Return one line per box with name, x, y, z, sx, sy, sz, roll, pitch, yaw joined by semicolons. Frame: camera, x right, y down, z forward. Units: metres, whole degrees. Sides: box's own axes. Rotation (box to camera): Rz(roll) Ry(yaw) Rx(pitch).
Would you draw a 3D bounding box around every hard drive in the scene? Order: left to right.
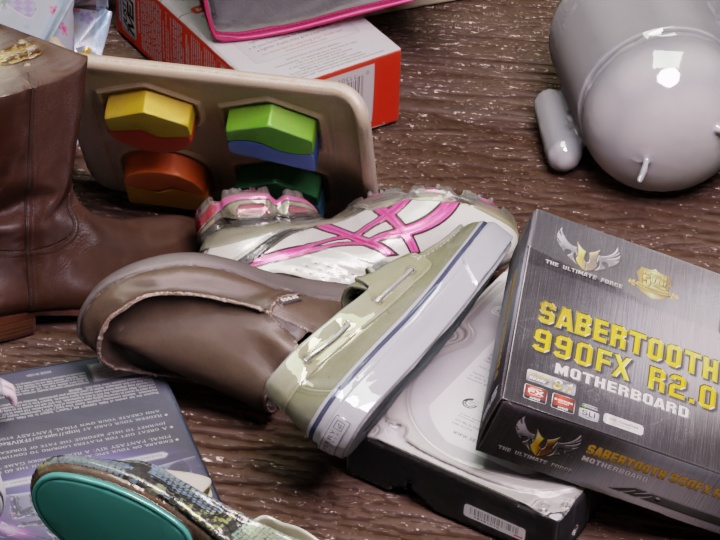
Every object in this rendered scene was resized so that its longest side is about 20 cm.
hard drive;0.101;0.076;1.608;0.139;0.038;0.200;23;40;24

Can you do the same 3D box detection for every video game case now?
video game case;-0.157;0.119;1.544;0.142;0.019;0.200;-10;39;-17

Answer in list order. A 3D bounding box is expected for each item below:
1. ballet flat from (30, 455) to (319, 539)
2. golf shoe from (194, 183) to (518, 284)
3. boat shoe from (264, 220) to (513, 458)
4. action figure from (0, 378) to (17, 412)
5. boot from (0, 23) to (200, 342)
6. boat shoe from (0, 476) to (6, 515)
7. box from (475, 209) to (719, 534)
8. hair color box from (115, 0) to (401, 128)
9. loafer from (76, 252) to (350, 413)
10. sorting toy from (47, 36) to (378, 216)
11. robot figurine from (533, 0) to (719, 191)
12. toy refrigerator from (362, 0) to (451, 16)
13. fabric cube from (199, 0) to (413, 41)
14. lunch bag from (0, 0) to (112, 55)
ballet flat;-0.077;0.145;1.459;0.200;0.074;0.074;30;40;3
golf shoe;0.000;0.000;1.688;0.199;0.073;0.092;-3;62;-7
boat shoe;0.020;0.024;1.569;0.062;0.072;0.200;37;46;6
action figure;-0.286;0.036;1.536;0.134;0.149;0.200;-31;25;-27
boot;-0.166;-0.063;1.635;0.186;0.201;0.064;-21;43;-30
boat shoe;-0.273;0.156;1.439;0.199;0.072;0.068;-17;41;-19
box;0.173;0.063;1.564;0.199;0.048;0.159;20;44;-5
hair color box;-0.072;-0.158;1.890;0.111;0.064;0.200;-20;44;-27
loafer;-0.063;0.040;1.598;0.199;0.073;0.071;3;40;-14
sorting toy;-0.088;-0.075;1.698;0.199;0.185;0.037;11;69;7
robot figurine;0.190;-0.128;1.828;0.169;0.113;0.200;-35;36;13
toy refrigerator;0.053;-0.238;1.998;0.199;0.076;0.070;-11;39;-20
fabric cube;-0.040;-0.302;1.853;0.196;0.200;0.200;-14;38;-8
lunch bag;-0.261;-0.122;1.777;0.169;0.127;0.200;7;46;8
